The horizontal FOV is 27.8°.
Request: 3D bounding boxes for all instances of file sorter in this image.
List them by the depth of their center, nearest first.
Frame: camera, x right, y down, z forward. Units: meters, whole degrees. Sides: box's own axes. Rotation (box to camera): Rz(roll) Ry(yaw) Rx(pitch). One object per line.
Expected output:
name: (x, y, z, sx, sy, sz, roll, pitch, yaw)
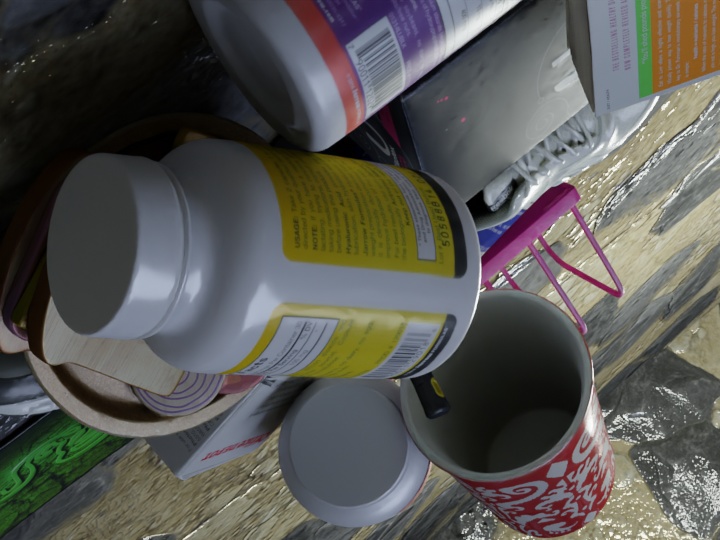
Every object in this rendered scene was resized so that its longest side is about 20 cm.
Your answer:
file sorter: (0.097, 0.025, 1.199, 0.200, 0.126, 0.139, -40, -154, -8)

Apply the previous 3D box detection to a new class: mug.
mug: (0.114, 0.096, 1.060, 0.132, 0.179, 0.200, -18, 151, 11)

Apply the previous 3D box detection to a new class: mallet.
mallet: (0.000, 0.000, 0.907, 0.041, 0.201, 0.066, -33, 157, 21)

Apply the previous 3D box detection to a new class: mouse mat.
mouse mat: (-0.228, 0.138, 1.057, 0.199, 0.008, 0.161, -38, 163, -17)

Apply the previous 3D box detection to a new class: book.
book: (0.199, -0.159, 0.703, 0.198, 0.048, 0.134, -17, 148, 1)

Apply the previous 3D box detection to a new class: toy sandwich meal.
toy sandwich meal: (-0.098, 0.007, 0.783, 0.203, 0.070, 0.207, -14, 114, -32)

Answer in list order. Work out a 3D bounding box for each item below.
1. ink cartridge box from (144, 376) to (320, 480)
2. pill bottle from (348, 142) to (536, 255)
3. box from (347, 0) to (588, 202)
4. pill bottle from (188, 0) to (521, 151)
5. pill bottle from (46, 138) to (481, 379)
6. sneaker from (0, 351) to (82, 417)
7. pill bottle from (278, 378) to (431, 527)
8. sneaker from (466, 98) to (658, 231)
ink cartridge box: (-0.066, 0.044, 1.045, 0.200, 0.084, 0.146, -47, 167, 15)
pill bottle: (0.081, -0.092, 0.988, 0.200, 0.120, 0.120, -46, 163, 13)
box: (0.078, -0.147, 0.830, 0.199, 0.106, 0.123, -39, 148, -10)
pill bottle: (0.023, -0.158, 0.705, 0.199, 0.112, 0.112, -38, 163, -14)
pill bottle: (-0.045, -0.005, 0.707, 0.199, 0.112, 0.112, 6, 134, -41)
sneaker: (-0.150, 0.010, 0.837, 0.199, 0.073, 0.081, -33, 140, -31)
pill bottle: (-0.002, 0.133, 1.083, 0.112, 0.112, 0.200, -41, 171, -3)
sneaker: (0.102, -0.071, 0.891, 0.199, 0.075, 0.081, -33, -166, 8)
